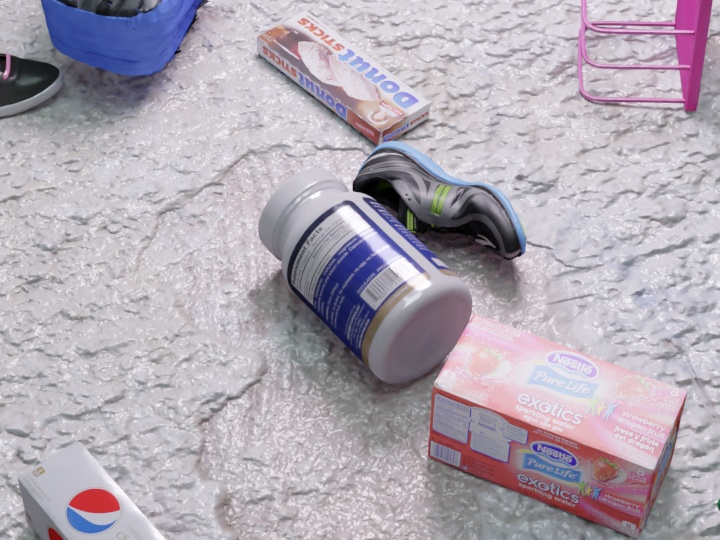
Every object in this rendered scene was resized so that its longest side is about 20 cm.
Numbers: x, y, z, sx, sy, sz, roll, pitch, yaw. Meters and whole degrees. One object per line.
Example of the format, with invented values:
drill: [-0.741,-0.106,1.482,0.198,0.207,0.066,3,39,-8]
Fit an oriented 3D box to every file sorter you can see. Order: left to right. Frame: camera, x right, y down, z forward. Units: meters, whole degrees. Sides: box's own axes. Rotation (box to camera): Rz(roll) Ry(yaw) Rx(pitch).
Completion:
file sorter: [0.291,-0.286,1.813,0.125,0.201,0.140,1,48,3]

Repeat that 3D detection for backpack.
backpack: [-0.234,-0.294,1.828,0.162,0.168,0.201,13,53,14]

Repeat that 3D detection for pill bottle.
pill bottle: [0.000,0.000,1.602,0.115,0.116,0.200,-29,54,-24]

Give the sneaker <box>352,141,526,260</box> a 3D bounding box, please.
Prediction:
sneaker: [0.076,-0.055,1.691,0.199,0.071,0.083,29,58,29]

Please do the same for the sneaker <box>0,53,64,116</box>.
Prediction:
sneaker: [-0.408,-0.216,1.800,0.199,0.100,0.071,-2,46,-4]

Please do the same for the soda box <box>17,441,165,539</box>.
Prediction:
soda box: [-0.196,0.233,1.418,0.064,0.068,0.200,-31,56,-26]

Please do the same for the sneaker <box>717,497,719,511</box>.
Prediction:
sneaker: [0.374,0.150,1.502,0.083,0.074,0.200,32,55,20]

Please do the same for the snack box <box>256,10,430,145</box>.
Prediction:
snack box: [-0.020,-0.204,1.847,0.072,0.024,0.200,-32,56,-28]

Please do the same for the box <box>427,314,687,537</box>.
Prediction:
box: [0.166,0.131,1.497,0.199,0.103,0.095,19,50,17]
